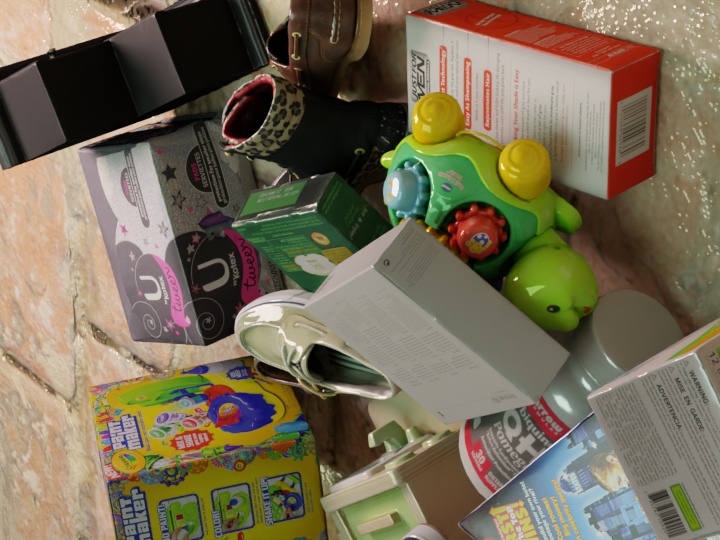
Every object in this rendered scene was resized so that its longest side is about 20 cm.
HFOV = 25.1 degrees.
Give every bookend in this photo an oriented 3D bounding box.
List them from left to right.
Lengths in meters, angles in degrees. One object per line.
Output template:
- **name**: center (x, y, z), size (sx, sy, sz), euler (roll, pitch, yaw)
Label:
- **bookend**: center (-0.218, -0.182, 1.468), size (0.198, 0.199, 0.093), euler (-14, 99, 52)

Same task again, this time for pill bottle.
- **pill bottle**: center (0.164, 0.100, 1.242), size (0.111, 0.110, 0.200), euler (53, 140, 15)

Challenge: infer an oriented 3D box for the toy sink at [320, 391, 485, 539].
- **toy sink**: center (0.051, 0.208, 1.430), size (0.130, 0.112, 0.201), euler (-29, 87, 52)

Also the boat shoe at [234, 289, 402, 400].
- **boat shoe**: center (-0.034, 0.063, 1.360), size (0.199, 0.062, 0.073), euler (6, 120, 36)

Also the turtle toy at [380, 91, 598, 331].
- **turtle toy**: center (0.092, -0.032, 1.184), size (0.199, 0.101, 0.146), euler (31, 163, 21)

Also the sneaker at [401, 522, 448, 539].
- **sneaker**: center (0.029, 0.316, 1.347), size (0.070, 0.108, 0.201), euler (23, 129, 37)

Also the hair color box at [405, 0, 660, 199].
- **hair color box**: center (0.124, -0.132, 1.205), size (0.199, 0.061, 0.102), euler (24, 127, 40)

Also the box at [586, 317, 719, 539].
- **box**: center (0.261, 0.081, 1.046), size (0.101, 0.199, 0.113), euler (-31, 84, 50)

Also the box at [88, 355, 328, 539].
- **box**: center (-0.147, 0.186, 1.528), size (0.200, 0.191, 0.123), euler (-125, 26, -65)

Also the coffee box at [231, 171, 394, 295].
- **coffee box**: center (0.000, 0.000, 1.354), size (0.200, 0.044, 0.123), euler (41, 152, -27)

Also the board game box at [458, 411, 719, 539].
- **board game box**: center (0.176, 0.189, 1.137), size (0.199, 0.061, 0.201), euler (-28, 80, 37)

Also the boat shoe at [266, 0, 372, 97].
- **boat shoe**: center (-0.042, -0.185, 1.312), size (0.200, 0.070, 0.071), euler (130, 139, -74)

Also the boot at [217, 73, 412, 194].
- **boot**: center (-0.061, -0.101, 1.356), size (0.203, 0.153, 0.074), euler (-28, 59, 48)

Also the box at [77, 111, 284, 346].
- **box**: center (-0.171, -0.039, 1.556), size (0.132, 0.114, 0.202), euler (1, 110, 49)

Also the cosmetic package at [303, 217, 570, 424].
- **cosmetic package**: center (0.051, 0.044, 1.200), size (0.151, 0.052, 0.200), euler (42, 162, -6)

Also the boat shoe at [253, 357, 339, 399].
- **boat shoe**: center (-0.035, 0.086, 1.469), size (0.072, 0.060, 0.200), euler (43, 165, -28)
